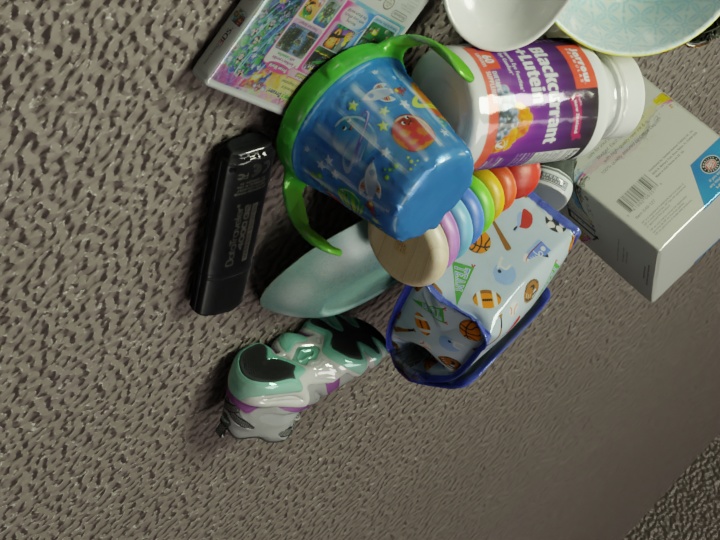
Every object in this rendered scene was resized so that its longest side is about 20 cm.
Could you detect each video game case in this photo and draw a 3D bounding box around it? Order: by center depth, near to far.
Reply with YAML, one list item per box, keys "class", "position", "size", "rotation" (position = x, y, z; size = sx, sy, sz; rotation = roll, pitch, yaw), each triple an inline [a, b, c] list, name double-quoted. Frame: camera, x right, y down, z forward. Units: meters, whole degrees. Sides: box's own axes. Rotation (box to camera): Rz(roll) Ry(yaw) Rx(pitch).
- class: "video game case"
  position: [-0.025, -0.205, 1.200]
  size: [0.182, 0.024, 0.200]
  rotation: [-52, 154, 13]

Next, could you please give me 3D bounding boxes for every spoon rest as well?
- class: "spoon rest"
  position: [0.161, -0.262, 1.251]
  size: [0.200, 0.099, 0.061]
  rotation: [-33, -167, 5]

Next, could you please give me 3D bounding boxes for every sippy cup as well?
- class: "sippy cup"
  position: [0.021, -0.099, 1.248]
  size: [0.140, 0.130, 0.178]
  rotation: [-27, 150, -35]

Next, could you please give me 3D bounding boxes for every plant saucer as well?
- class: "plant saucer"
  position: [0.000, 0.000, 1.436]
  size: [0.201, 0.039, 0.201]
  rotation: [-29, 167, -7]

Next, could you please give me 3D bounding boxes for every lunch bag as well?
- class: "lunch bag"
  position: [0.117, 0.024, 1.524]
  size: [0.170, 0.124, 0.200]
  rotation: [-45, 173, -27]

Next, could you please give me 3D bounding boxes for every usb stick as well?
- class: "usb stick"
  position: [-0.113, -0.036, 1.298]
  size: [0.055, 0.033, 0.200]
  rotation: [-19, 144, -32]

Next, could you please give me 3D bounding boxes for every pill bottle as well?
- class: "pill bottle"
  position: [0.152, -0.151, 1.335]
  size: [0.200, 0.111, 0.112]
  rotation: [-9, 138, -29]

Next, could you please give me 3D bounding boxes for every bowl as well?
- class: "bowl"
  position: [0.236, -0.300, 1.335]
  size: [0.200, 0.200, 0.108]
  rotation: [-53, -163, 13]

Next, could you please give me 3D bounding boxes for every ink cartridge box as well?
- class: "ink cartridge box"
  position: [0.297, -0.100, 1.625]
  size: [0.147, 0.200, 0.145]
  rotation: [-42, 157, -10]

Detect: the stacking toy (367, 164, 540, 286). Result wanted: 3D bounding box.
- class: "stacking toy"
  position: [0.098, -0.065, 1.370]
  size: [0.200, 0.085, 0.085]
  rotation: [-36, 153, -39]

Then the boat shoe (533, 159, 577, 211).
- class: "boat shoe"
  position: [0.179, -0.083, 1.581]
  size: [0.057, 0.069, 0.200]
  rotation: [-67, -170, -18]

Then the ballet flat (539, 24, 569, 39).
- class: "ballet flat"
  position: [0.190, -0.207, 1.427]
  size: [0.067, 0.062, 0.200]
  rotation: [-32, 137, -17]

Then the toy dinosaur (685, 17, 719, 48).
- class: "toy dinosaur"
  position: [0.374, -0.278, 1.623]
  size: [0.200, 0.102, 0.136]
  rotation: [-49, 169, -4]

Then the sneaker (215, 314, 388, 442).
- class: "sneaker"
  position: [-0.070, 0.124, 1.554]
  size: [0.200, 0.078, 0.140]
  rotation: [-12, 141, -38]
